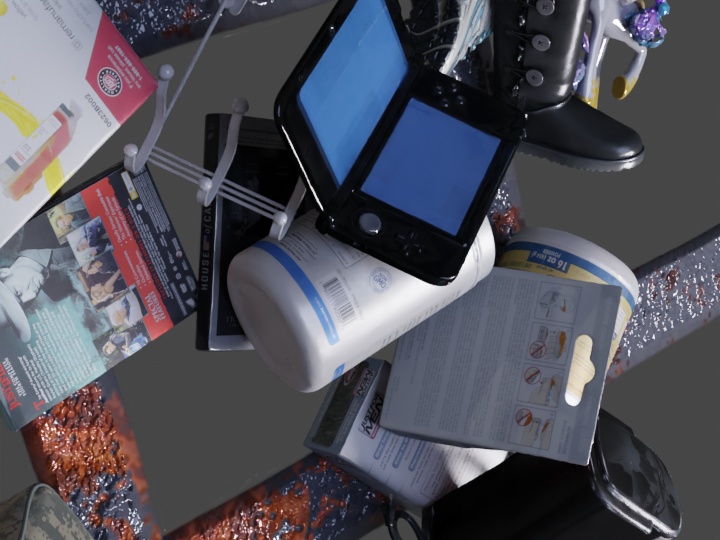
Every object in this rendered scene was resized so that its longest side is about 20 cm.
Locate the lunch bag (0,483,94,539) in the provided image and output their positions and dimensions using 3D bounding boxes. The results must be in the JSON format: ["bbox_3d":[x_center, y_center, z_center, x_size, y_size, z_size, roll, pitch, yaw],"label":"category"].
[{"bbox_3d":[-0.264,0.289,0.983,0.167,0.140,0.201,-26,116,11],"label":"lunch bag"}]

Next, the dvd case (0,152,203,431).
[{"bbox_3d":[-0.229,0.015,1.057,0.200,0.022,0.147,-36,116,-32],"label":"dvd case"}]

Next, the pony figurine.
[{"bbox_3d":[0.242,-0.274,1.338,0.192,0.166,0.202,14,100,-46],"label":"pony figurine"}]

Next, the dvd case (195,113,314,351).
[{"bbox_3d":[-0.079,-0.031,1.159,0.149,0.025,0.202,1,92,-46],"label":"dvd case"}]

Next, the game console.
[{"bbox_3d":[0.039,-0.120,1.033,0.175,0.117,0.201,26,56,4],"label":"game console"}]

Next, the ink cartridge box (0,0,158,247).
[{"bbox_3d":[-0.271,-0.124,0.968,0.200,0.083,0.146,-50,122,-23],"label":"ink cartridge box"}]

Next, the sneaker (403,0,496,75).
[{"bbox_3d":[0.097,-0.236,1.258,0.086,0.077,0.202,30,78,-43],"label":"sneaker"}]

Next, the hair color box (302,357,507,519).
[{"bbox_3d":[0.048,0.171,1.270,0.200,0.060,0.100,37,71,-36],"label":"hair color box"}]

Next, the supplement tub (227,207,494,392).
[{"bbox_3d":[0.000,0.000,1.104,0.199,0.132,0.133,-31,113,-24],"label":"supplement tub"}]

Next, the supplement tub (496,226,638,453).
[{"bbox_3d":[0.179,0.074,1.311,0.144,0.144,0.201,37,72,-35],"label":"supplement tub"}]

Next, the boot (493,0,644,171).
[{"bbox_3d":[0.205,-0.204,1.259,0.066,0.163,0.202,-63,160,-56],"label":"boot"}]

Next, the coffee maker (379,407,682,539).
[{"bbox_3d":[0.161,0.223,1.183,0.191,0.200,0.136,13,46,-45],"label":"coffee maker"}]

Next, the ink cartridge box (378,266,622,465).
[{"bbox_3d":[0.126,0.081,1.164,0.047,0.198,0.162,36,65,-61],"label":"ink cartridge box"}]

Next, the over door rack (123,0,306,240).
[{"bbox_3d":[-0.085,-0.142,1.068,0.147,0.067,0.201,25,67,6],"label":"over door rack"}]
